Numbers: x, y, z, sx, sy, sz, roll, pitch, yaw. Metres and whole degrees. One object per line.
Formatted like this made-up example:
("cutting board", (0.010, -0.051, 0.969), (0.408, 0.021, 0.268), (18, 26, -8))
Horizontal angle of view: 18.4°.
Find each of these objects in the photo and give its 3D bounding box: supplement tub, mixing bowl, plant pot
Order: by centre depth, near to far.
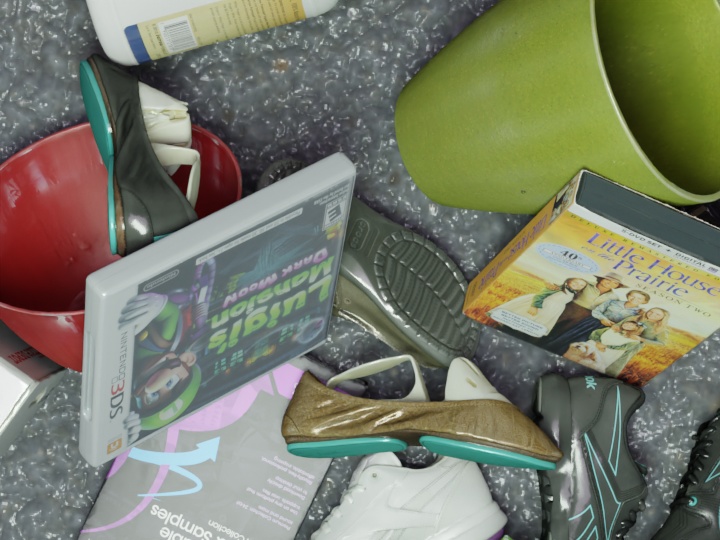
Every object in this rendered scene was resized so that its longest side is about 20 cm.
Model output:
("plant pot", (0.128, -0.112, 1.490), (0.199, 0.187, 0.189), (-18, 91, 37))
("supplement tub", (-0.093, -0.231, 1.511), (0.198, 0.144, 0.146), (-15, 91, 0))
("mixing bowl", (-0.167, -0.002, 1.512), (0.198, 0.201, 0.109), (-13, 131, 0))

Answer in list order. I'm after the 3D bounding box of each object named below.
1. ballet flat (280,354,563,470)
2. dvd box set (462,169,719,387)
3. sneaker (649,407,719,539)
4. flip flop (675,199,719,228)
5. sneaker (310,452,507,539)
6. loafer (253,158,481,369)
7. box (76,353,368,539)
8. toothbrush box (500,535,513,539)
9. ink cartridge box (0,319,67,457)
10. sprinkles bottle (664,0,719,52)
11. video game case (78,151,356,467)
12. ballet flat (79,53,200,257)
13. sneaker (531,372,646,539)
("ballet flat", (0.042, 0.094, 1.514), (0.198, 0.068, 0.073), (1, 76, 19))
("dvd box set", (0.169, 0.011, 1.483), (0.145, 0.200, 0.030), (23, 63, -10))
("sneaker", (0.250, 0.146, 1.543), (0.200, 0.075, 0.079), (-39, 91, -20))
("flip flop", (0.221, -0.046, 1.562), (0.199, 0.058, 0.081), (-33, 86, -14))
("sneaker", (-0.001, 0.183, 1.555), (0.199, 0.075, 0.100), (-23, 85, -14))
("loafer", (0.000, 0.000, 1.561), (0.200, 0.070, 0.075), (41, 55, -10))
("box", (-0.100, 0.140, 1.572), (0.142, 0.036, 0.201), (25, 92, 0))
("toothbrush box", (0.085, 0.303, 1.507), (0.145, 0.086, 0.200), (40, 120, 0))
("ink cartridge box", (-0.311, 0.047, 1.517), (0.199, 0.144, 0.084), (35, 92, 0))
("sprinkles bottle", (0.294, -0.232, 1.548), (0.200, 0.068, 0.068), (-43, 91, 1))
("video game case", (-0.094, 0.027, 1.444), (0.199, 0.183, 0.023), (-28, 60, -28))
("ballet flat", (-0.141, -0.075, 1.459), (0.068, 0.201, 0.068), (-7, 132, -9))
("sneaker", (0.163, 0.172, 1.545), (0.078, 0.075, 0.202), (-2, 92, -3))
